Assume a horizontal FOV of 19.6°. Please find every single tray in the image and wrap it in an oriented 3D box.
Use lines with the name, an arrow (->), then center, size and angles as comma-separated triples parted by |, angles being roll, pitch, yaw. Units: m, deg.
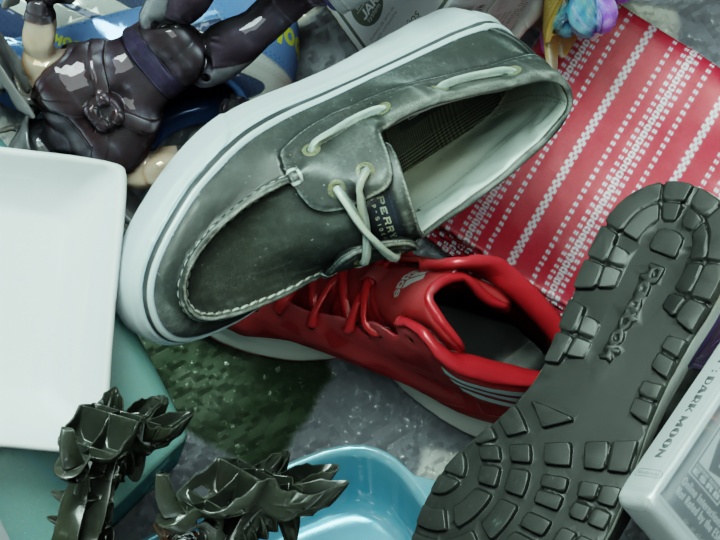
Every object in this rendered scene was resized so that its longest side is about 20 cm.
tray -> -0.186, 0.005, 0.741 | 0.198, 0.022, 0.109 | 6, 81, -11

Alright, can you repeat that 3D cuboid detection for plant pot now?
plant pot -> -0.169, 0.030, 0.819 | 0.141, 0.141, 0.200 | -42, 86, -13

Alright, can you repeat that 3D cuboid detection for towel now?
towel -> 0.141, -0.021, 0.908 | 0.199, 0.023, 0.145 | 33, 74, 7

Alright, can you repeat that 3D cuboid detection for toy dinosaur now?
toy dinosaur -> -0.066, 0.123, 0.706 | 0.101, 0.200, 0.137 | 14, 100, 12

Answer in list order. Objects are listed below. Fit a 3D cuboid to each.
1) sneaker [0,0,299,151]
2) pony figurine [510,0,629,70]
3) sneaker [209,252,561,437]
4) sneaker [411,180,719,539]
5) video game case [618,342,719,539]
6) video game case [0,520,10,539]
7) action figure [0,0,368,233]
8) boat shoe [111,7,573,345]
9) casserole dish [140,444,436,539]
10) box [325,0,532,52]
sneaker -> -0.121, -0.091, 0.888 | 0.198, 0.074, 0.083 | -1, 76, -2
pony figurine -> 0.128, -0.199, 0.905 | 0.192, 0.166, 0.202 | -19, 70, 15
sneaker -> 0.000, 0.000, 0.844 | 0.198, 0.116, 0.079 | 19, 74, 1
sneaker -> 0.099, 0.072, 0.797 | 0.076, 0.087, 0.201 | 34, 90, 40
video game case -> 0.205, 0.082, 0.799 | 0.200, 0.023, 0.182 | 48, 66, -23
video game case -> -0.191, 0.153, 0.751 | 0.181, 0.022, 0.201 | -17, 110, 17
action figure -> -0.068, -0.092, 0.821 | 0.199, 0.070, 0.130 | -33, 121, 19
boat shoe -> -0.003, -0.036, 0.786 | 0.200, 0.072, 0.071 | -38, 41, -22
casserole dish -> -0.041, 0.151, 0.825 | 0.199, 0.039, 0.122 | -27, 57, -9
box -> 0.004, -0.190, 0.883 | 0.060, 0.117, 0.201 | -16, 62, -44
